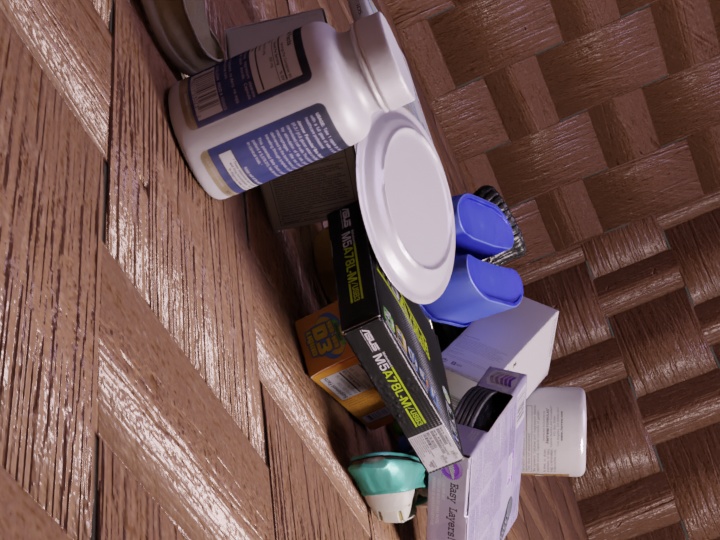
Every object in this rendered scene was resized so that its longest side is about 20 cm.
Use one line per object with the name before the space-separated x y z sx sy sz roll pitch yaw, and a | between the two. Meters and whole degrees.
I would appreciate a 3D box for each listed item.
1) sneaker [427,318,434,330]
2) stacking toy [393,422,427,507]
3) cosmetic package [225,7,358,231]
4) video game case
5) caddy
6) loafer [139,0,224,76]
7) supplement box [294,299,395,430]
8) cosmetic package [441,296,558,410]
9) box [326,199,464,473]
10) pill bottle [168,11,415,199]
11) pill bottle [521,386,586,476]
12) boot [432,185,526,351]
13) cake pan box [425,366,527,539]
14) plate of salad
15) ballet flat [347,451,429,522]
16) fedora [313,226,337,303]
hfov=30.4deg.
sneaker | 0.057 0.055 1.649 0.075 0.076 0.202 -6 66 -33
stacking toy | 0.067 0.170 1.552 0.202 0.085 0.085 67 9 19
cosmetic package | -0.061 -0.144 1.296 0.074 0.102 0.202 -100 179 -49
video game case | 0.041 -0.198 1.462 0.200 0.022 0.184 44 28 -66
caddy | 0.110 -0.011 1.570 0.199 0.104 0.143 16 61 -59
loafer | -0.166 -0.258 1.178 0.076 0.068 0.201 -99 165 -50
supplement box | 0.000 0.098 1.351 0.200 0.068 0.067 54 15 -61
cosmetic package | 0.162 0.121 1.640 0.200 0.084 0.109 -39 142 -46
box | 0.033 0.063 1.287 0.194 0.047 0.201 -95 159 -54
pill bottle | -0.057 -0.148 1.156 0.111 0.198 0.112 -21 90 -80
pill bottle | 0.192 0.207 1.719 0.114 0.197 0.116 1 90 -82
boot | 0.147 0.012 1.721 0.079 0.157 0.213 33 -32 58
cake pan box | 0.125 0.225 1.413 0.184 0.052 0.202 -47 142 -55
plate of salad | 0.039 -0.065 1.303 0.200 0.048 0.203 31 53 -54
ballet flat | 0.038 0.217 1.326 0.200 0.066 0.071 26 58 -73
fedora | 0.000 0.000 1.504 0.201 0.081 0.203 -24 90 -81
